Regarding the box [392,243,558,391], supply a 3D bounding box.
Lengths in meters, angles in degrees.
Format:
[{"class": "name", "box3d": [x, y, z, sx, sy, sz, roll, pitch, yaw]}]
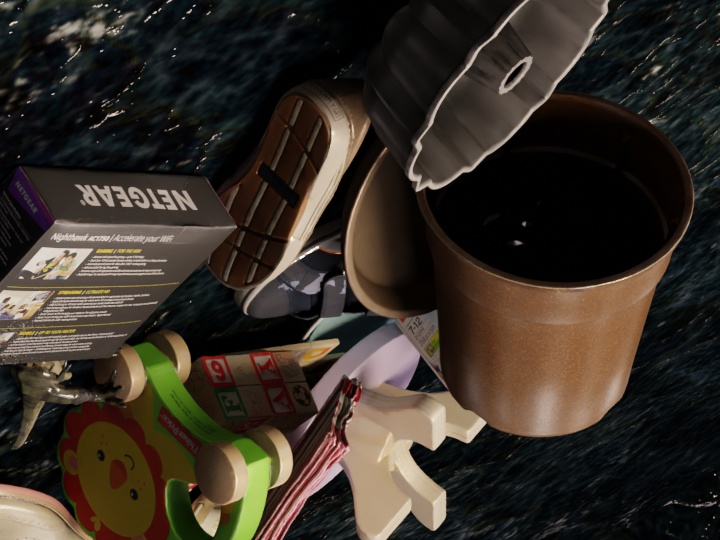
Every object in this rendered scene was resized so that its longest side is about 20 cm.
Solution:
[{"class": "box", "box3d": [0.104, -0.005, 1.771, 0.035, 0.110, 0.201, -7, 138, -46]}]

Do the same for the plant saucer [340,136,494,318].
[{"class": "plant saucer", "box3d": [0.058, -0.057, 1.636, 0.199, 0.029, 0.201, -27, 135, -31]}]

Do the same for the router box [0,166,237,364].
[{"class": "router box", "box3d": [-0.194, -0.001, 1.430, 0.149, 0.051, 0.199, -44, 159, 24]}]

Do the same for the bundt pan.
[{"class": "bundt pan", "box3d": [0.077, -0.153, 1.421, 0.202, 0.076, 0.202, -42, 164, -15]}]

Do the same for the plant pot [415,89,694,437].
[{"class": "plant pot", "box3d": [0.135, 0.006, 1.601, 0.199, 0.200, 0.199, -25, 142, -23]}]

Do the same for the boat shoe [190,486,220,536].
[{"class": "boat shoe", "box3d": [-0.140, 0.202, 1.935, 0.073, 0.063, 0.201, -50, -164, 10]}]

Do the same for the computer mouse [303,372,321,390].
[{"class": "computer mouse", "box3d": [-0.037, 0.138, 1.956, 0.139, 0.046, 0.200, -18, 161, -14]}]

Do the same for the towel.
[{"class": "towel", "box3d": [-0.048, 0.165, 1.726, 0.145, 0.023, 0.200, -55, -177, 12]}]

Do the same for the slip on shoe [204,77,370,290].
[{"class": "slip on shoe", "box3d": [-0.050, -0.062, 1.499, 0.060, 0.076, 0.201, -32, 159, -44]}]

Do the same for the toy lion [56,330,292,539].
[{"class": "toy lion", "box3d": [-0.159, 0.161, 1.684, 0.068, 0.200, 0.193, -16, 137, -45]}]

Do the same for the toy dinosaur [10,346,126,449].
[{"class": "toy dinosaur", "box3d": [-0.221, 0.080, 1.602, 0.087, 0.048, 0.200, -12, 157, -14]}]

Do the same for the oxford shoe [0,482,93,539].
[{"class": "oxford shoe", "box3d": [-0.271, 0.224, 1.750, 0.070, 0.074, 0.200, -7, 152, 37]}]

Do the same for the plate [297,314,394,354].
[{"class": "plate", "box3d": [0.018, 0.027, 1.897, 0.199, 0.026, 0.200, -29, 162, -11]}]

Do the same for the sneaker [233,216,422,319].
[{"class": "sneaker", "box3d": [0.000, 0.000, 1.718, 0.199, 0.080, 0.079, -27, 162, -13]}]

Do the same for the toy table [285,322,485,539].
[{"class": "toy table", "box3d": [0.023, 0.149, 1.884, 0.200, 0.117, 0.184, -51, 155, -17]}]

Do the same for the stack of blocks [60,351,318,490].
[{"class": "stack of blocks", "box3d": [-0.145, 0.143, 1.813, 0.200, 0.059, 0.115, -37, 158, 34]}]

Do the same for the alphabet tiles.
[{"class": "alphabet tiles", "box3d": [-0.112, 0.106, 1.858, 0.199, 0.006, 0.166, -6, 155, -43]}]
